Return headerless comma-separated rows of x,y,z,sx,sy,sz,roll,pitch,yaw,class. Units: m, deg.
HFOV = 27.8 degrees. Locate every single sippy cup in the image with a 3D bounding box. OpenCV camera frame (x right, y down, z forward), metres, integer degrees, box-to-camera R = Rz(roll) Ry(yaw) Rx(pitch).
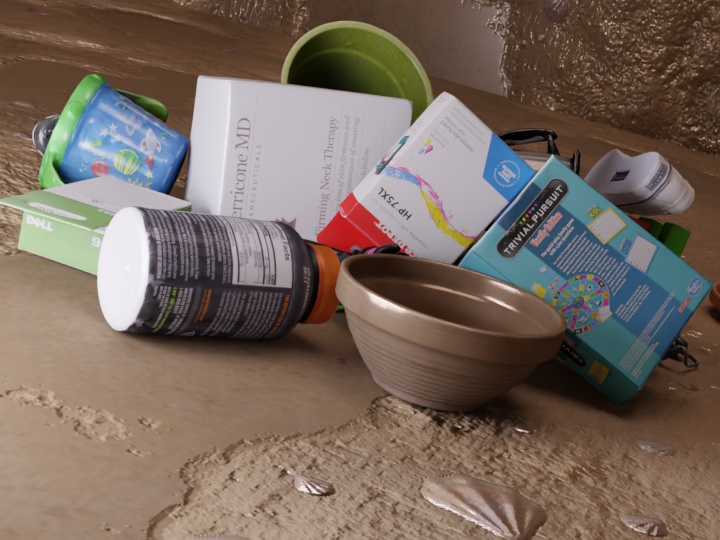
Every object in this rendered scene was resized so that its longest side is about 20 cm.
-0.263,-0.126,1.587,0.130,0.178,0.140,25,-15,-2,sippy cup

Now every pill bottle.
-0.116,0.006,1.250,0.200,0.106,0.106,6,17,-32,pill bottle

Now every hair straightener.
0.328,0.060,1.602,0.077,0.041,0.200,10,15,-15,hair straightener

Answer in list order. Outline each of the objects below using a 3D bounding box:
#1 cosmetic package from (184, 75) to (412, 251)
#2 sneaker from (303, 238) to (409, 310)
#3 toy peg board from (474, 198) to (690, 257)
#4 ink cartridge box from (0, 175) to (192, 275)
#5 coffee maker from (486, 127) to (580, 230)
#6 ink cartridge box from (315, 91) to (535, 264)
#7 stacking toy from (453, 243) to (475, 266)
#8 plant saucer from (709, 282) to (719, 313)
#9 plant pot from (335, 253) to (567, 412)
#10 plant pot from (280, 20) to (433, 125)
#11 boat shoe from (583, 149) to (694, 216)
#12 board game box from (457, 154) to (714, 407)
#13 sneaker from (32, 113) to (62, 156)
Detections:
-0.072,-0.114,1.553,0.200,0.168,0.166,4,7,-19,cosmetic package
0.006,0.002,1.402,0.200,0.084,0.077,18,43,18,sneaker
0.230,-0.032,1.524,0.199,0.098,0.200,23,-1,-15,toy peg board
-0.253,-0.039,1.381,0.104,0.059,0.200,18,15,16,ink cartridge box
0.166,-0.092,1.868,0.200,0.192,0.135,10,52,0,coffee maker
0.062,-0.065,1.441,0.116,0.200,0.067,41,5,-12,ink cartridge box
0.180,0.037,1.492,0.200,0.086,0.085,17,13,-12,stacking toy
0.532,0.063,1.809,0.200,0.032,0.200,13,15,-4,plant saucer
0.069,0.060,1.248,0.200,0.093,0.201,13,15,-4,plant pot
-0.031,-0.190,1.873,0.200,0.200,0.190,10,-20,-16,plant pot
0.294,-0.084,1.536,0.070,0.071,0.200,35,-7,-12,boat shoe
0.213,0.008,1.373,0.200,0.047,0.151,40,59,5,board game box
-0.337,-0.149,1.733,0.115,0.076,0.200,13,3,35,sneaker
